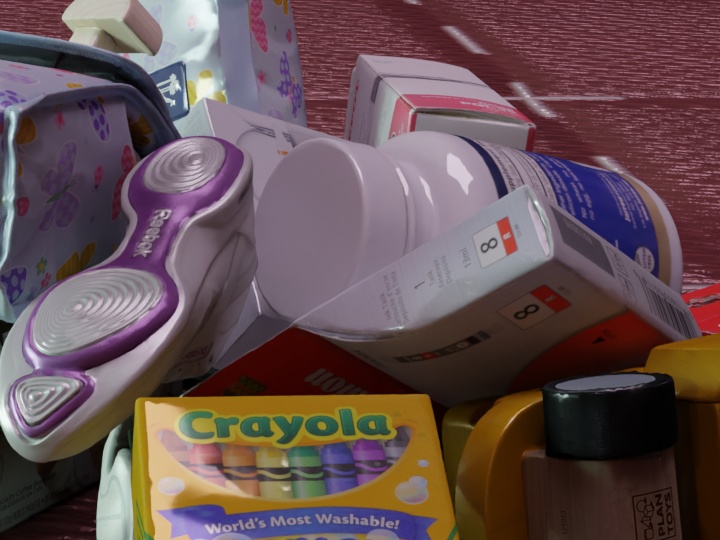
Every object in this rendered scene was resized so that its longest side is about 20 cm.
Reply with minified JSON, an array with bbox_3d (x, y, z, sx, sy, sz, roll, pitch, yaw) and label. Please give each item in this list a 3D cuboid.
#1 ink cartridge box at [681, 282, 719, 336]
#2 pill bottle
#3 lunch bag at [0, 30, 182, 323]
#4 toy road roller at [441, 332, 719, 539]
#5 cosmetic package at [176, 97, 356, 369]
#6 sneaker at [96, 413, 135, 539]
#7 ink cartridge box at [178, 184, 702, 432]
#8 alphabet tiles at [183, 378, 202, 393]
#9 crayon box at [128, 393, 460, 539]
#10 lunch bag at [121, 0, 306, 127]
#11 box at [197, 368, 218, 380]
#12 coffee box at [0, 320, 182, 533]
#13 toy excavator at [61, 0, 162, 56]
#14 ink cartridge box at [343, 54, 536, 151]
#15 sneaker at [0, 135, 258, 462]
[{"bbox_3d":[0.254,0.061,1.418,0.200,0.067,0.116,12,17,36],"label":"ink cartridge box"},{"bbox_3d":[0.051,-0.005,1.300,0.200,0.120,0.120,10,6,-38],"label":"pill bottle"},{"bbox_3d":[-0.192,-0.053,1.242,0.169,0.127,0.200,9,9,19],"label":"lunch bag"},{"bbox_3d":[0.126,0.093,1.173,0.200,0.123,0.146,-9,7,-36],"label":"toy road roller"},{"bbox_3d":[0.000,0.000,1.393,0.200,0.052,0.151,15,45,-35],"label":"cosmetic package"},{"bbox_3d":[-0.087,0.096,1.212,0.075,0.081,0.200,0,12,-1],"label":"sneaker"},{"bbox_3d":[0.040,0.051,1.220,0.200,0.050,0.162,-33,-34,18],"label":"ink cartridge box"},{"bbox_3d":[-0.032,0.065,1.489,0.200,0.006,0.166,-2,14,-18],"label":"alphabet tiles"},{"bbox_3d":[-0.026,0.112,1.050,0.126,0.052,0.200,-1,38,-9],"label":"crayon box"},{"bbox_3d":[-0.096,-0.104,1.696,0.127,0.170,0.200,-6,-6,-10],"label":"lunch bag"},{"bbox_3d":[-0.066,0.025,1.535,0.160,0.049,0.200,-7,12,-45],"label":"box"},{"bbox_3d":[-0.169,0.051,1.308,0.080,0.115,0.200,9,15,24],"label":"coffee box"},{"bbox_3d":[-0.166,-0.064,1.501,0.100,0.194,0.200,48,-6,-40],"label":"toy excavator"},{"bbox_3d":[0.041,-0.049,1.661,0.083,0.147,0.200,6,13,-11],"label":"ink cartridge box"},{"bbox_3d":[-0.092,0.028,1.171,0.075,0.100,0.200,9,41,23],"label":"sneaker"}]
